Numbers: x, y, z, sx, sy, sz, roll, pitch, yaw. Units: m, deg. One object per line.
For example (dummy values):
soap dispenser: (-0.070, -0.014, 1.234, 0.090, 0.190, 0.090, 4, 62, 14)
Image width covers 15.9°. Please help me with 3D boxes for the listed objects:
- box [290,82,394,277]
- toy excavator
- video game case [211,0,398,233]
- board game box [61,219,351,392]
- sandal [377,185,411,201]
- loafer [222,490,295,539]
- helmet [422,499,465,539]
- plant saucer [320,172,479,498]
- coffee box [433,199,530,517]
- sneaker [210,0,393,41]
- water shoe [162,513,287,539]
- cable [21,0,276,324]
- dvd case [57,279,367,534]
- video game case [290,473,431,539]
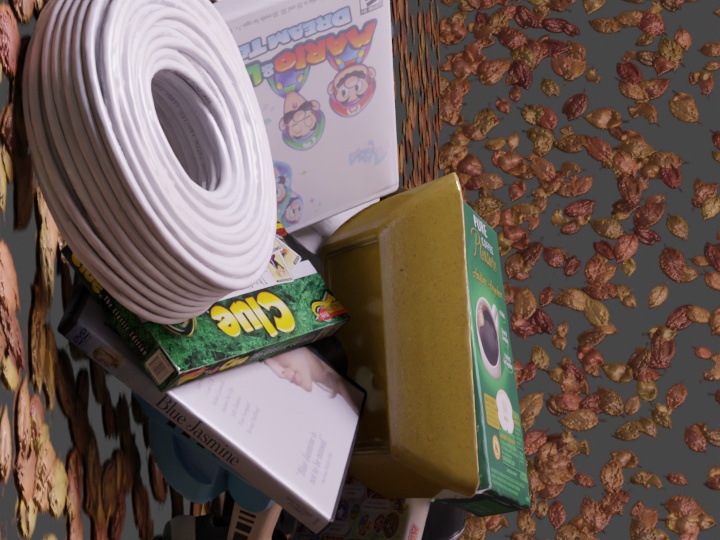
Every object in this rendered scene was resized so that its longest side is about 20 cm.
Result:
box: (-0.059, -0.074, 1.810, 0.124, 0.097, 0.201, 38, 43, -34)
toy excavator: (-0.071, 0.134, 1.671, 0.100, 0.194, 0.201, -32, 148, -49)
video game case: (-0.067, -0.094, 1.635, 0.024, 0.199, 0.183, 44, -32, 44)
board game box: (-0.089, 0.010, 1.551, 0.105, 0.023, 0.200, 55, 28, 10)
sandal: (0.000, 0.000, 1.856, 0.200, 0.054, 0.082, -37, -147, 51)
loafer: (-0.075, 0.206, 1.950, 0.070, 0.068, 0.201, 31, -60, 52)
helmet: (-0.007, 0.128, 2.033, 0.200, 0.199, 0.192, -60, 137, -78)
plant saucer: (0.018, 0.047, 1.655, 0.200, 0.048, 0.201, 162, -74, -73)
coffee box: (0.071, 0.059, 1.728, 0.123, 0.044, 0.201, 32, 50, -71)
sneaker: (-0.061, -0.168, 1.752, 0.084, 0.200, 0.075, -28, 133, -37)
water shoe: (-0.085, 0.214, 1.805, 0.200, 0.079, 0.072, 59, 29, -76)
cable: (-0.115, -0.074, 1.466, 0.200, 0.069, 0.200, 57, 27, -27)
dvd case: (-0.084, 0.055, 1.542, 0.200, 0.018, 0.143, 39, 29, -13)
video game case: (-0.009, 0.203, 1.773, 0.143, 0.018, 0.201, -4, -111, 58)
